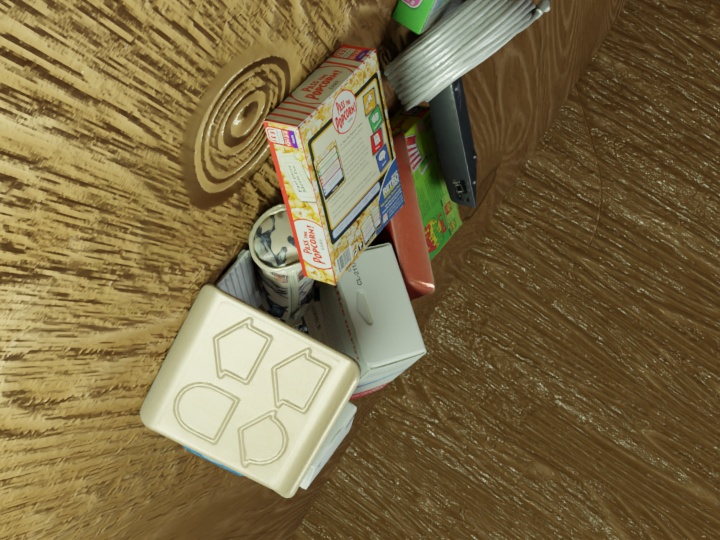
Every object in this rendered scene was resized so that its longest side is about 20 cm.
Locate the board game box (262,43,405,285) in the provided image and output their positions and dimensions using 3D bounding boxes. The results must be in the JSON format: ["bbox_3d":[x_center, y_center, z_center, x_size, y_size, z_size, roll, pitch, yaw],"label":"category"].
[{"bbox_3d":[-0.022,-0.111,1.224,0.152,0.046,0.202,-49,141,-37],"label":"board game box"}]

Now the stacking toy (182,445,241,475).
[{"bbox_3d":[-0.154,0.158,1.538,0.202,0.109,0.116,-65,-171,-19],"label":"stacking toy"}]

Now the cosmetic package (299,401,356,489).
[{"bbox_3d":[-0.115,0.160,1.393,0.102,0.199,0.074,-50,168,-32],"label":"cosmetic package"}]

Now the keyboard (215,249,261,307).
[{"bbox_3d":[-0.145,0.030,1.395,0.057,0.011,0.200,-55,169,-16],"label":"keyboard"}]

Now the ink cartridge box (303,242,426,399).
[{"bbox_3d":[-0.001,0.071,1.462,0.082,0.147,0.200,-14,167,-19],"label":"ink cartridge box"}]

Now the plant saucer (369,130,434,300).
[{"bbox_3d":[0.031,-0.057,1.490,0.036,0.202,0.200,-9,175,-15],"label":"plant saucer"}]

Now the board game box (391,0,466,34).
[{"bbox_3d":[0.118,-0.383,1.319,0.153,0.040,0.201,-45,164,-52],"label":"board game box"}]

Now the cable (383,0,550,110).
[{"bbox_3d":[0.118,-0.274,1.395,0.199,0.070,0.200,-32,-173,39],"label":"cable"}]

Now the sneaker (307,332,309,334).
[{"bbox_3d":[-0.056,0.135,1.618,0.200,0.075,0.115,-37,164,-50],"label":"sneaker"}]

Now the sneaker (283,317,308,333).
[{"bbox_3d":[-0.065,0.068,1.677,0.200,0.087,0.076,-48,167,-41],"label":"sneaker"}]

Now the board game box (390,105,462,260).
[{"bbox_3d":[0.078,-0.119,1.626,0.102,0.047,0.201,-48,134,-34],"label":"board game box"}]

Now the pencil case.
[{"bbox_3d":[-0.086,-0.004,1.351,0.077,0.090,0.200,-25,163,-9],"label":"pencil case"}]

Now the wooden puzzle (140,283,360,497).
[{"bbox_3d":[-0.122,0.132,1.291,0.186,0.199,0.046,-60,-177,17],"label":"wooden puzzle"}]

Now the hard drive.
[{"bbox_3d":[0.127,-0.200,1.594,0.136,0.042,0.202,-82,161,-51],"label":"hard drive"}]
